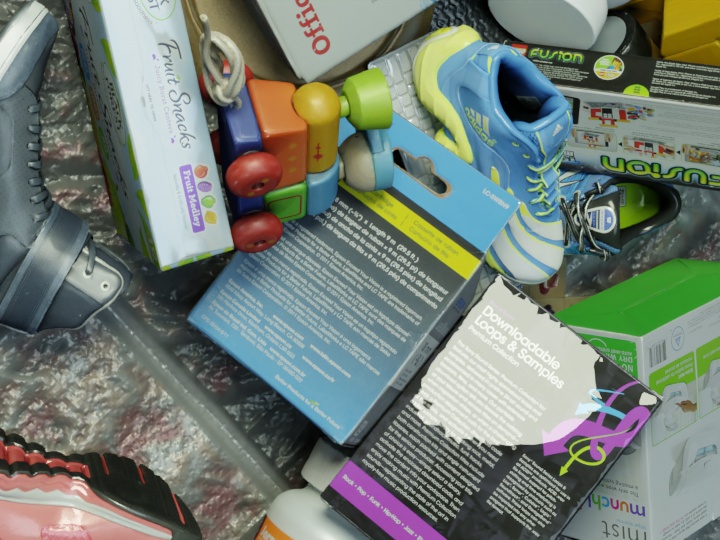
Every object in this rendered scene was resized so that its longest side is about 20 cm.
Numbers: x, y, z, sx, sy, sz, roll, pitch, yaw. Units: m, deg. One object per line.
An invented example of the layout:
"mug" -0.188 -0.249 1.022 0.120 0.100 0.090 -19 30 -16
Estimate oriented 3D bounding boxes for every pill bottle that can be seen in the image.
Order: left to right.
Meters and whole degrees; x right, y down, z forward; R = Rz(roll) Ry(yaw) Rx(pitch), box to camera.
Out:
"pill bottle" -0.035 0.230 0.938 0.110 0.110 0.200 27 89 -25
"pill bottle" 0.167 -0.258 0.906 0.112 0.112 0.200 33 73 -25

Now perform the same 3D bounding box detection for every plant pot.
"plant pot" -0.043 -0.199 0.870 0.200 0.027 0.200 -1 98 -9

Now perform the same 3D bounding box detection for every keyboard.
"keyboard" 0.062 -0.065 0.907 0.056 0.011 0.200 -31 112 -21

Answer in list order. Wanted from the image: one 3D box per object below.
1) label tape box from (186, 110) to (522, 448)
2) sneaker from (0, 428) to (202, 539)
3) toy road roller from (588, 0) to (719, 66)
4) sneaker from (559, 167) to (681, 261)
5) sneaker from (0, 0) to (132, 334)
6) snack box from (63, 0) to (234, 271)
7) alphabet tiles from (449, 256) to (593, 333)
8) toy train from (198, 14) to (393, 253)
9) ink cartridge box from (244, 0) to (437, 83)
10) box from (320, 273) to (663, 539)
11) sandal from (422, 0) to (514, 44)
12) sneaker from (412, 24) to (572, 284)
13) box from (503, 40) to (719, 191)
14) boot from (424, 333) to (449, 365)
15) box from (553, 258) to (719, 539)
"label tape box" 0.000 0.000 0.883 0.144 0.063 0.200 38 90 17
"sneaker" -0.210 0.171 0.886 0.200 0.074 0.087 21 105 -21
"toy road roller" 0.257 -0.186 0.941 0.123 0.200 0.146 38 53 -39
"sneaker" 0.154 -0.048 0.975 0.200 0.089 0.079 -12 105 -18
"sneaker" -0.199 -0.056 0.822 0.146 0.077 0.202 25 100 -14
"snack box" -0.140 -0.112 0.808 0.053 0.142 0.200 -16 106 -19
"alphabet tiles" 0.101 0.073 1.023 0.200 0.006 0.167 -2 101 -22
"toy train" -0.033 -0.095 0.765 0.116 0.200 0.085 -14 65 -11
"ink cartridge box" 0.006 -0.234 0.787 0.200 0.083 0.146 -33 135 -4
"box" 0.090 0.123 0.878 0.143 0.036 0.200 38 84 10
"sandal" 0.060 -0.219 0.931 0.075 0.048 0.201 -15 95 -18
"sneaker" 0.103 -0.069 0.863 0.076 0.105 0.200 -37 114 -17
"box" 0.200 -0.106 0.912 0.110 0.200 0.035 67 38 -60
"boot" 0.099 0.060 0.985 0.138 0.077 0.200 -43 121 -18
"box" 0.240 0.101 1.001 0.200 0.097 0.177 -21 111 -43
